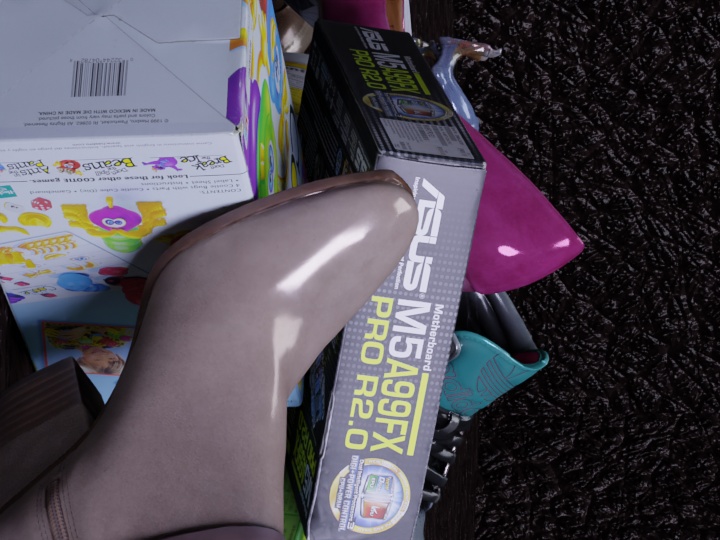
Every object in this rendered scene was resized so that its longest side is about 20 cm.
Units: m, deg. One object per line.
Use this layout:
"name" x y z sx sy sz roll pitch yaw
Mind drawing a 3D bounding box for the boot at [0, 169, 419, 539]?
"boot" -0.050 0.068 0.973 0.070 0.200 0.146 43 19 -43

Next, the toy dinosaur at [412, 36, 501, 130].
"toy dinosaur" 0.024 -0.044 1.651 0.200 0.105 0.182 15 85 -47

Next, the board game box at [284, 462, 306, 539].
"board game box" -0.068 0.104 1.155 0.200 0.101 0.048 -72 168 -72

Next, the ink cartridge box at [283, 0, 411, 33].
"ink cartridge box" -0.048 -0.195 1.437 0.200 0.039 0.100 45 -25 38

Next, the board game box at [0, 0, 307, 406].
"board game box" -0.080 -0.039 1.065 0.200 0.105 0.103 80 9 -60

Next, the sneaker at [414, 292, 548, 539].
"sneaker" 0.037 0.072 1.434 0.084 0.121 0.201 8 72 -52

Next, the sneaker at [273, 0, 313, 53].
"sneaker" -0.064 -0.185 1.539 0.200 0.070 0.076 -91 158 -48

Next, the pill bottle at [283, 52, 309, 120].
"pill bottle" -0.044 -0.037 1.384 0.200 0.114 0.115 -72 161 -72

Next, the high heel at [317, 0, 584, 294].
"high heel" 0.039 -0.085 1.292 0.067 0.096 0.201 23 55 -76

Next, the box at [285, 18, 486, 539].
"box" 0.000 0.000 1.160 0.200 0.044 0.161 -113 -149 -70
